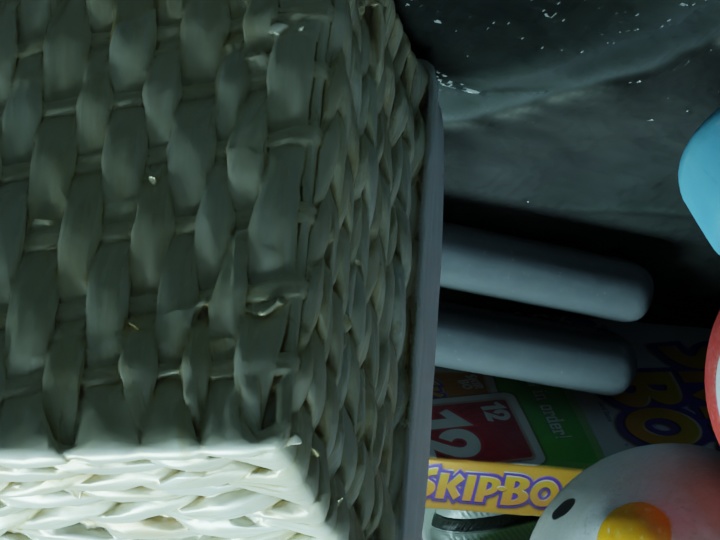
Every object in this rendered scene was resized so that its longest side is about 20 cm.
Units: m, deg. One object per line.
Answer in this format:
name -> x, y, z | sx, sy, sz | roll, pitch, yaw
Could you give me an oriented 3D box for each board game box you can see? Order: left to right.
board game box -> 0.092, 0.052, 1.038 | 0.199, 0.096, 0.030 | 7, 122, -4

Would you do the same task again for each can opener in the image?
can opener -> 0.000, 0.000, 1.005 | 0.200, 0.053, 0.066 | 11, -172, -11

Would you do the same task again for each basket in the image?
basket -> -0.056, 0.001, 0.838 | 0.135, 0.200, 0.123 | -4, 147, 14

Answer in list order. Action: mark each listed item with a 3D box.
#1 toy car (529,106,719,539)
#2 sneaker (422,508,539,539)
toy car -> 0.113, 0.081, 0.909 | 0.200, 0.185, 0.177 | -30, 149, 3
sneaker -> 0.088, 0.069, 1.121 | 0.200, 0.076, 0.115 | -3, -166, -33
